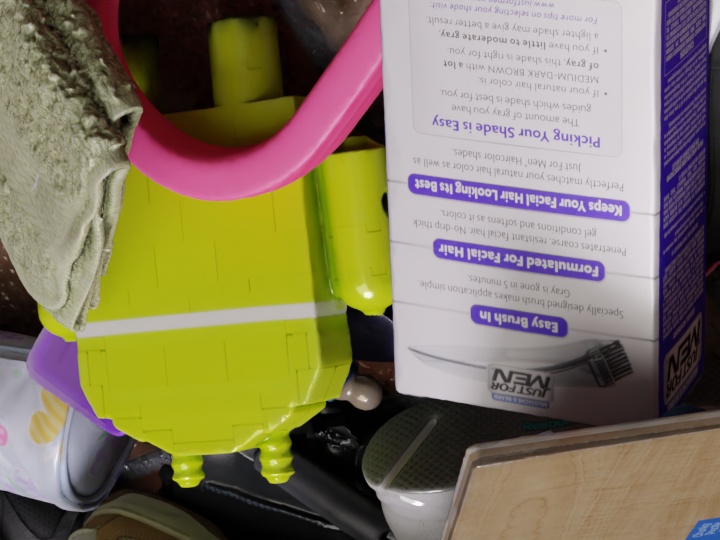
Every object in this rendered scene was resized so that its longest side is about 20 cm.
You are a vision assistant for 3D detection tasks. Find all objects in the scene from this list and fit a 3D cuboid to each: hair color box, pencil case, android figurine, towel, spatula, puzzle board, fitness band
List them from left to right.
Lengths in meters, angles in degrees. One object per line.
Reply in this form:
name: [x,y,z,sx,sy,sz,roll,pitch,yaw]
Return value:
pencil case: [-0.209,0.060,1.152,0.199,0.083,0.091,10,142,23]
towel: [-0.148,-0.086,0.966,0.200,0.036,0.149,61,151,25]
android figurine: [-0.066,-0.006,0.997,0.181,0.041,0.201,-8,91,27]
spatula: [-0.059,0.074,1.047,0.200,0.021,0.057,31,102,3]
fitness band: [-0.044,-0.121,0.922,0.144,0.037,0.200,42,118,11]
hair color box: [0.069,-0.047,0.855,0.109,0.065,0.201,9,114,24]
puzzle board: [0.105,0.090,0.895,0.150,0.017,0.200,-8,158,-7]

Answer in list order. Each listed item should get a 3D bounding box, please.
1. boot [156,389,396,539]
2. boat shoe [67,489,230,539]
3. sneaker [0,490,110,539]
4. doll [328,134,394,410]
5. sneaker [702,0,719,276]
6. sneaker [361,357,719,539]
boot: [-0.018,0.132,1.113,0.162,0.073,0.199,17,123,14]
boat shoe: [-0.052,0.171,1.064,0.199,0.076,0.072,17,123,19]
sneaker: [-0.116,0.145,1.192,0.200,0.073,0.082,36,108,1]
doll: [0.000,0.000,1.016,0.199,0.048,0.137,-3,110,27]
sneaker: [0.159,-0.031,0.893,0.099,0.071,0.200,27,128,14]
sneaker: [0.106,0.091,1.002,0.199,0.071,0.080,-8,128,12]
